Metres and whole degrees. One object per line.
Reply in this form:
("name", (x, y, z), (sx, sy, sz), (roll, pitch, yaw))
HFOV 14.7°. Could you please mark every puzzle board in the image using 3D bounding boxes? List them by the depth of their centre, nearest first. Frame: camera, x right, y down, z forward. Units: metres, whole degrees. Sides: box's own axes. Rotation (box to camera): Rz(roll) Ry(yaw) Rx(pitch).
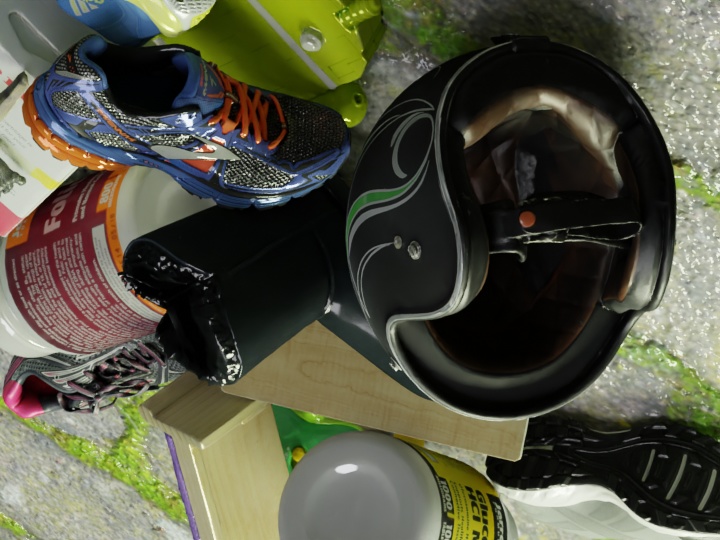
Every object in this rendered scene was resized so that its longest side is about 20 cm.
("puzzle board", (0.020, 0.026, 1.768), (0.198, 0.017, 0.152), (13, 98, 8))

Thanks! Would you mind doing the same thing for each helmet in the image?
("helmet", (0.082, -0.022, 1.609), (0.199, 0.201, 0.191), (31, 151, -2))

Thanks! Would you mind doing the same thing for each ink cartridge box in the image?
("ink cartridge box", (-0.224, -0.124, 1.762), (0.145, 0.084, 0.200), (44, 151, -8))

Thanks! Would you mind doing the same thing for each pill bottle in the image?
("pill bottle", (0.033, 0.174, 1.861), (0.112, 0.113, 0.200), (10, 174, 25))
("pill bottle", (-0.171, -0.007, 1.873), (0.199, 0.115, 0.114), (-18, 124, 46))

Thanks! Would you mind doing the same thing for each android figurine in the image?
("android figurine", (-0.066, -0.153, 1.689), (0.199, 0.041, 0.182), (-16, 125, 47))

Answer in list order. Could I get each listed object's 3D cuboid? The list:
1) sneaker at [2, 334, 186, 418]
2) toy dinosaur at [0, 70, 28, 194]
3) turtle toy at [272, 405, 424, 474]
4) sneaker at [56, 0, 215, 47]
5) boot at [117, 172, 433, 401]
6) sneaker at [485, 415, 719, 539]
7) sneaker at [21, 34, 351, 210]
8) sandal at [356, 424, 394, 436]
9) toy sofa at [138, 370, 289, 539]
("sneaker", (-0.175, 0.067, 2.002), (0.199, 0.075, 0.081), (-14, 127, 43))
("toy dinosaur", (-0.259, -0.079, 1.735), (0.199, 0.047, 0.089), (2, 126, 44))
("turtle toy", (-0.031, 0.162, 1.994), (0.145, 0.101, 0.201), (17, 143, 17))
("sneaker", (-0.171, -0.211, 1.625), (0.201, 0.076, 0.105), (56, 138, 1))
("boot", (-0.034, 0.032, 1.681), (0.200, 0.168, 0.076), (48, 136, 6))
("sneaker", (0.183, 0.147, 1.864), (0.199, 0.074, 0.079), (9, 150, 36))
("sneaker", (-0.096, -0.090, 1.641), (0.199, 0.076, 0.079), (7, 147, -21))
("sandal", (-0.042, 0.037, 1.865), (0.206, 0.059, 0.079), (38, -179, 39))
("toy sofa", (-0.090, 0.152, 1.874), (0.097, 0.083, 0.201), (24, 138, 41))
